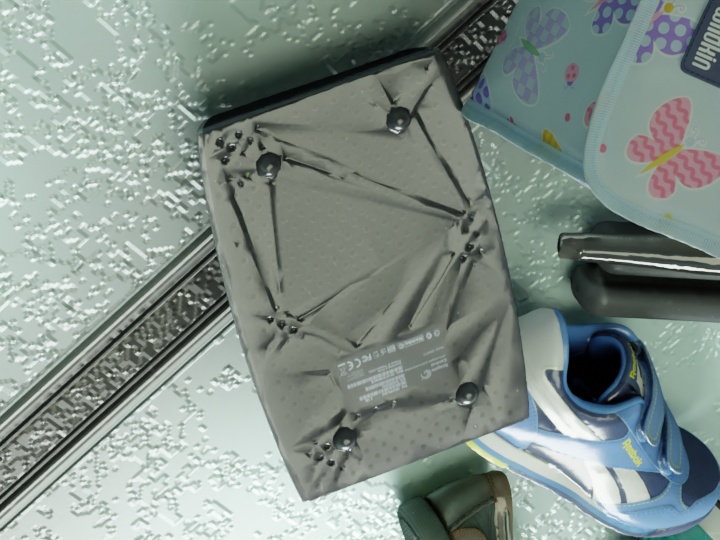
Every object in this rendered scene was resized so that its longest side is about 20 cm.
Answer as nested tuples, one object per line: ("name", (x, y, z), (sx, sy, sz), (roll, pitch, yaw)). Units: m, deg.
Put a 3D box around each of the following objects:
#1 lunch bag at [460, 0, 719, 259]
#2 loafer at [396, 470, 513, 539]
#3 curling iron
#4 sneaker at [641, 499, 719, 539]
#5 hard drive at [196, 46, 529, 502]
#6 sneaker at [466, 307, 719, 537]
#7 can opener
("lunch bag", (0.157, -0.100, 1.097), (0.127, 0.200, 0.170), (19, 102, -36))
("loafer", (0.079, 0.192, 1.396), (0.063, 0.072, 0.200), (-30, 130, -9))
("curling iron", (0.196, 0.003, 1.265), (0.199, 0.026, 0.050), (10, 98, -9))
("sneaker", (0.204, 0.222, 1.463), (0.121, 0.084, 0.200), (-40, 124, 1))
("hard drive", (0.000, 0.000, 1.199), (0.134, 0.042, 0.201), (-20, 116, -10))
("sneaker", (0.132, 0.079, 1.320), (0.200, 0.074, 0.082), (26, 124, -39))
("can opener", (0.209, 0.013, 1.318), (0.199, 0.067, 0.053), (3, 124, -27))
